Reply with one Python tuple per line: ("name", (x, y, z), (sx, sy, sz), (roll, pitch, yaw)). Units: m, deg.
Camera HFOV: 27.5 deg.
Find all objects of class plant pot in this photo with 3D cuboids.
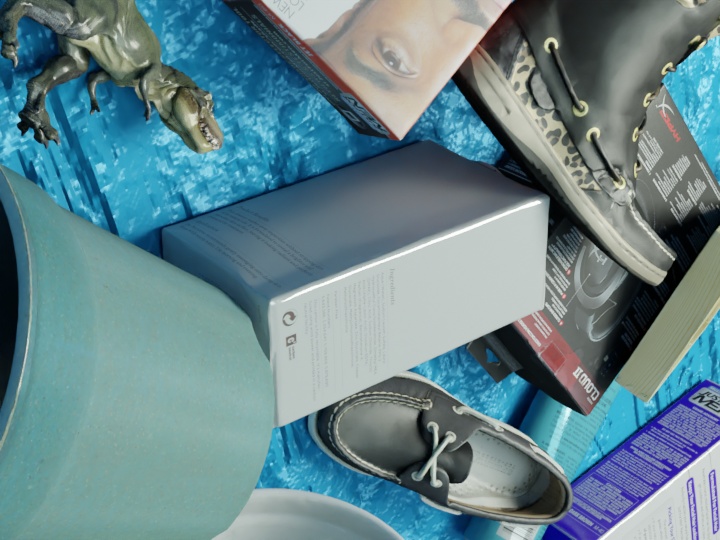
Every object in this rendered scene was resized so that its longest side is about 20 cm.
("plant pot", (-0.153, 0.055, 0.678), (0.195, 0.199, 0.202), (23, 94, -53))

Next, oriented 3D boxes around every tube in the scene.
("tube", (0.142, 0.116, 1.064), (0.077, 0.050, 0.201), (34, 83, -44))

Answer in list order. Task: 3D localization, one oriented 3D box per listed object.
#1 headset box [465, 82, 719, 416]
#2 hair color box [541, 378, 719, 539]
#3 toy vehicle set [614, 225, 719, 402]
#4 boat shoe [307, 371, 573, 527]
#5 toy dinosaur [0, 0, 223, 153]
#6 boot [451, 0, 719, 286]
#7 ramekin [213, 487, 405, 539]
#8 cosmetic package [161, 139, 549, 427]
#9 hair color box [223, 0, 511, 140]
("headset box", (0.144, -0.013, 0.977), (0.201, 0.077, 0.149), (-52, 135, -8))
("hair color box", (0.234, 0.188, 1.167), (0.199, 0.065, 0.110), (-31, 128, -24))
("toy vehicle set", (0.244, 0.009, 1.027), (0.125, 0.026, 0.200), (-60, 166, 23))
("boat shoe", (0.056, 0.121, 0.958), (0.199, 0.060, 0.074), (27, 93, -33))
("toy dinosaur", (-0.137, -0.116, 0.700), (0.088, 0.047, 0.201), (-55, 137, -27))
("boot", (0.157, -0.100, 0.846), (0.150, 0.073, 0.200), (-43, 113, 3))
("ramekin", (-0.053, 0.232, 0.844), (0.199, 0.200, 0.106), (-24, 134, -31))
("cosmetic package", (0.000, 0.000, 0.832), (0.199, 0.113, 0.082), (-18, 123, -32))
("hair color box", (0.035, -0.182, 0.784), (0.111, 0.064, 0.201), (42, 82, -23))
